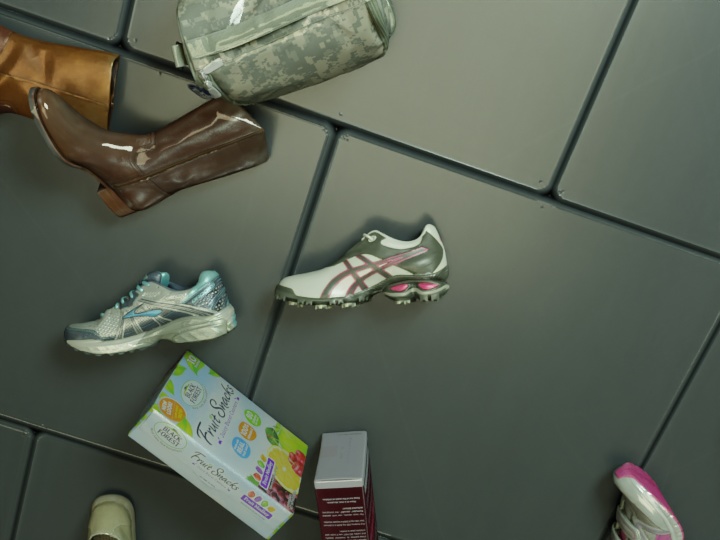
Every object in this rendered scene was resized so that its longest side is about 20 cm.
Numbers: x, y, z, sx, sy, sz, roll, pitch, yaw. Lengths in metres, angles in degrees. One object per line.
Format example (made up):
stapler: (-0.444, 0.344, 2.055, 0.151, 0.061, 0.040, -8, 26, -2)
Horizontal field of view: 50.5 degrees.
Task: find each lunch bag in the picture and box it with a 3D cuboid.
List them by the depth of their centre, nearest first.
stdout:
lunch bag: (-0.070, -0.243, 0.727, 0.200, 0.168, 0.140, -19, 107, 9)

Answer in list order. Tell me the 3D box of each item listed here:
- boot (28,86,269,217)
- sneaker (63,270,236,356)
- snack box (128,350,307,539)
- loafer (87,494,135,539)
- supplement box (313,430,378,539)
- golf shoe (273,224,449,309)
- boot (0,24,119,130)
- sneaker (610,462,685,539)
boot: (-0.210, -0.152, 0.797, 0.200, 0.064, 0.186, -19, 141, 12)
sneaker: (-0.249, 0.045, 0.895, 0.200, 0.078, 0.086, -10, 97, -1)
snack box: (-0.159, 0.201, 0.899, 0.200, 0.142, 0.053, 41, 106, -11)
loafer: (-0.331, 0.397, 1.014, 0.076, 0.068, 0.200, -4, 109, 4)
supplement box: (-0.014, 0.315, 0.951, 0.061, 0.109, 0.200, -5, 108, 5)
golf shoe: (0.000, 0.000, 0.870, 0.200, 0.077, 0.088, -5, 89, 2)
boot: (-0.375, -0.173, 0.836, 0.200, 0.068, 0.189, 15, 106, -14)
sneaker: (0.355, 0.332, 0.955, 0.088, 0.081, 0.200, -27, 105, 10)
